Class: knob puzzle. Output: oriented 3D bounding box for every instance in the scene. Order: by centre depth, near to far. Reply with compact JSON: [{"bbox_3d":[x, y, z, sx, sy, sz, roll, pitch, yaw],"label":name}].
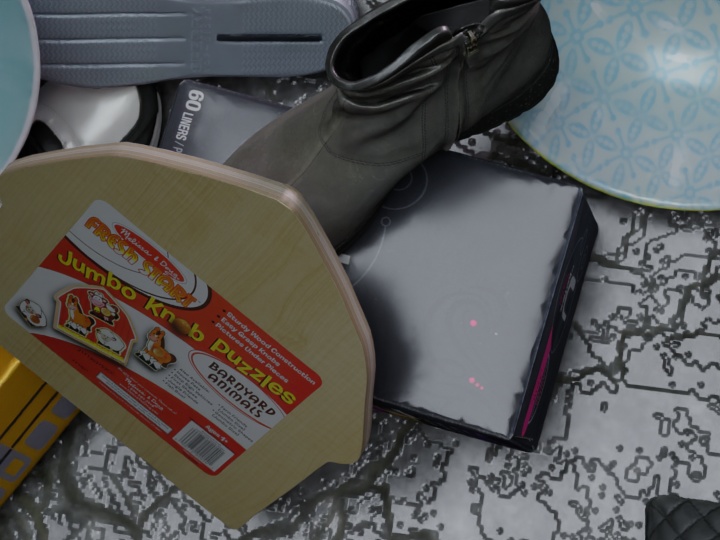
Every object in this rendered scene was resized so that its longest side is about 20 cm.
[{"bbox_3d":[-0.072,0.012,0.983,0.218,0.220,0.031,22,47,13],"label":"knob puzzle"}]

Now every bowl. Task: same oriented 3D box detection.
[{"bbox_3d":[0.155,-0.139,1.053,0.199,0.201,0.108,8,41,11],"label":"bowl"}]

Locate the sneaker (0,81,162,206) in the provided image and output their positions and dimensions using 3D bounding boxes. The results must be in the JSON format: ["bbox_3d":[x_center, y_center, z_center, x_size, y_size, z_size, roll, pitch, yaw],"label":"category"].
[{"bbox_3d":[-0.178,-0.034,1.124,0.074,0.080,0.200,43,89,16],"label":"sneaker"}]

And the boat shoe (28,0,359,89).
[{"bbox_3d":[-0.101,-0.132,1.113,0.199,0.072,0.062,4,38,-12],"label":"boat shoe"}]

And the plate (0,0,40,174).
[{"bbox_3d":[-0.242,-0.109,1.048,0.199,0.026,0.201,4,120,7],"label":"plate"}]

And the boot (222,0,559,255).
[{"bbox_3d":[-0.002,-0.072,0.963,0.199,0.131,0.068,-35,75,0],"label":"boot"}]

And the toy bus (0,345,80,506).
[{"bbox_3d":[-0.180,0.055,1.101,0.200,0.078,0.065,-50,57,1],"label":"toy bus"}]

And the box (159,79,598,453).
[{"bbox_3d":[0.000,0.000,1.072,0.199,0.106,0.123,15,85,11],"label":"box"}]

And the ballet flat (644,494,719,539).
[{"bbox_3d":[0.226,0.104,1.036,0.199,0.066,0.057,-18,74,6],"label":"ballet flat"}]
